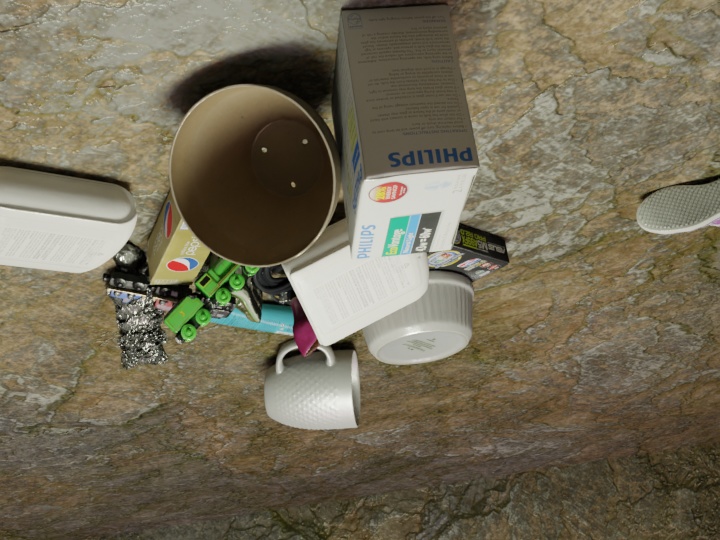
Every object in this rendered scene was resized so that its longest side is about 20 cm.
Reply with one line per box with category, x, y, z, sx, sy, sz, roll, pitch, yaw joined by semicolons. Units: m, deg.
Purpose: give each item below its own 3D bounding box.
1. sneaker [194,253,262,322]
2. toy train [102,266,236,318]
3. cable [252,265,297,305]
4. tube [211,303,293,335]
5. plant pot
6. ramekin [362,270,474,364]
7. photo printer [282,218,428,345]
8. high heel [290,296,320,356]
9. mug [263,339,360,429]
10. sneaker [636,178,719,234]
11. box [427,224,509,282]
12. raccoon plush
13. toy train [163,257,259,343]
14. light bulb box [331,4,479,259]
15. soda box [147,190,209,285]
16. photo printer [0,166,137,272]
sneaker;-0.209;0.023;1.642;0.087;0.078;0.201;-5;152;16
toy train;-0.277;0.036;1.538;0.197;0.034;0.046;14;128;-22
cable;-0.066;-0.012;1.638;0.197;0.051;0.164;-15;148;3
tube;-0.185;0.077;1.794;0.197;0.051;0.078;8;148;-24
plant pot;-0.104;-0.119;1.232;0.197;0.203;0.134;-18;-171;20
ramekin;0.093;0.083;1.730;0.198;0.096;0.203;-8;157;-3
photo printer;0.000;0.000;1.534;0.198;0.070;0.168;-27;130;-3
high heel;-0.014;0.059;1.630;0.197;0.097;0.068;-18;151;6
mug;-0.096;0.210;2.029;0.172;0.149;0.203;-4;127;6
sneaker;0.526;-0.086;1.649;0.197;0.074;0.114;-12;160;7
box;0.115;-0.007;1.707;0.159;0.045;0.199;14;148;-43
raccoon plush;-0.344;0.063;1.582;0.095;0.136;0.200;-11;157;8
toy train;-0.202;0.019;1.519;0.200;0.056;0.042;-48;-176;-14
light bulb box;0.041;-0.147;1.167;0.122;0.203;0.199;-6;157;-7
soda box;-0.239;-0.051;1.447;0.063;0.069;0.200;2;154;-24
photo printer;-0.395;-0.060;1.368;0.197;0.071;0.166;7;152;-34
